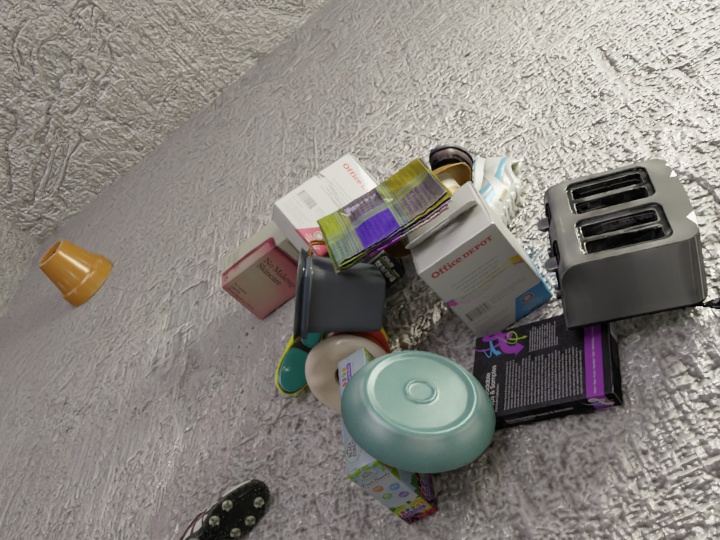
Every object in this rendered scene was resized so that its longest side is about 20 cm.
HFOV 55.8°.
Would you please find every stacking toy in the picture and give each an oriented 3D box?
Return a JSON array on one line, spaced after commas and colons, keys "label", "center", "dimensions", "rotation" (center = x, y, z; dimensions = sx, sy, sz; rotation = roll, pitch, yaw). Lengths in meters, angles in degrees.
[{"label": "stacking toy", "center": [-0.001, 0.128, 1.128], "dimensions": [0.146, 0.146, 0.200], "rotation": [-31, 16, 23]}]

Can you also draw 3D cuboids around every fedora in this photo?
[{"label": "fedora", "center": [0.127, -0.078, 1.103], "dimensions": [0.201, 0.201, 0.082], "rotation": [-44, 66, 2]}]

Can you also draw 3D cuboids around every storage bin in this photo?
[{"label": "storage bin", "center": [-0.033, 0.027, 1.075], "dimensions": [0.200, 0.134, 0.146], "rotation": [-115, 29, -81]}]

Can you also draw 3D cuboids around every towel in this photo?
[{"label": "towel", "center": [0.032, -0.087, 1.007], "dimensions": [0.200, 0.023, 0.144], "rotation": [-31, 38, 7]}]

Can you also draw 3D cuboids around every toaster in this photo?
[{"label": "toaster", "center": [0.334, -0.032, 0.860], "dimensions": [0.199, 0.119, 0.181], "rotation": [-13, 39, 18]}]

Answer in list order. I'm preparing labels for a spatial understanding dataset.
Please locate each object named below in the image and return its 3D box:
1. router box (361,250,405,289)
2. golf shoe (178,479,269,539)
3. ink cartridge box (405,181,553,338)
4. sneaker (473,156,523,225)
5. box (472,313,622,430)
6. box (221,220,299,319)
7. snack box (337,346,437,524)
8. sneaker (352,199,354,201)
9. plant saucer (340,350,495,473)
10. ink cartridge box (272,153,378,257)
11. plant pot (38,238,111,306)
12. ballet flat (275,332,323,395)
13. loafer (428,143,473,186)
[{"label": "router box", "center": [0.000, 0.000, 1.260], "dimensions": [0.150, 0.062, 0.200], "rotation": [-40, 16, 11]}, {"label": "golf shoe", "center": [-0.233, 0.403, 1.101], "dimensions": [0.200, 0.077, 0.088], "rotation": [-45, 24, 0]}, {"label": "ink cartridge box", "center": [0.164, -0.020, 1.001], "dimensions": [0.128, 0.200, 0.125], "rotation": [-35, 32, 15]}, {"label": "sneaker", "center": [0.233, -0.116, 1.153], "dimensions": [0.081, 0.077, 0.201], "rotation": [-3, 57, 16]}, {"label": "box", "center": [0.239, 0.129, 0.899], "dimensions": [0.200, 0.036, 0.143], "rotation": [-20, 38, 33]}, {"label": "box", "center": [-0.187, -0.012, 1.477], "dimensions": [0.200, 0.128, 0.109], "rotation": [-36, 32, 15]}, {"label": "snack box", "center": [0.034, 0.221, 0.930], "dimensions": [0.053, 0.142, 0.200], "rotation": [-34, 33, 18]}, {"label": "sneaker", "center": [-0.002, -0.074, 1.223], "dimensions": [0.082, 0.074, 0.200], "rotation": [-62, -3, 16]}, {"label": "plant saucer", "center": [0.075, 0.164, 0.866], "dimensions": [0.199, 0.036, 0.200], "rotation": [3, 37, -2]}, {"label": "ink cartridge box", "center": [-0.056, -0.120, 1.372], "dimensions": [0.200, 0.146, 0.085], "rotation": [-37, -10, -21]}, {"label": "plant pot", "center": [-1.017, -0.006, 2.398], "dimensions": [0.200, 0.183, 0.200], "rotation": [-30, 34, 23]}, {"label": "ballet flat", "center": [-0.113, 0.155, 1.270], "dimensions": [0.067, 0.067, 0.200], "rotation": [-43, 21, 48]}, {"label": "loafer", "center": [0.167, -0.155, 1.181], "dimensions": [0.072, 0.200, 0.063], "rotation": [-12, 73, 14]}]
